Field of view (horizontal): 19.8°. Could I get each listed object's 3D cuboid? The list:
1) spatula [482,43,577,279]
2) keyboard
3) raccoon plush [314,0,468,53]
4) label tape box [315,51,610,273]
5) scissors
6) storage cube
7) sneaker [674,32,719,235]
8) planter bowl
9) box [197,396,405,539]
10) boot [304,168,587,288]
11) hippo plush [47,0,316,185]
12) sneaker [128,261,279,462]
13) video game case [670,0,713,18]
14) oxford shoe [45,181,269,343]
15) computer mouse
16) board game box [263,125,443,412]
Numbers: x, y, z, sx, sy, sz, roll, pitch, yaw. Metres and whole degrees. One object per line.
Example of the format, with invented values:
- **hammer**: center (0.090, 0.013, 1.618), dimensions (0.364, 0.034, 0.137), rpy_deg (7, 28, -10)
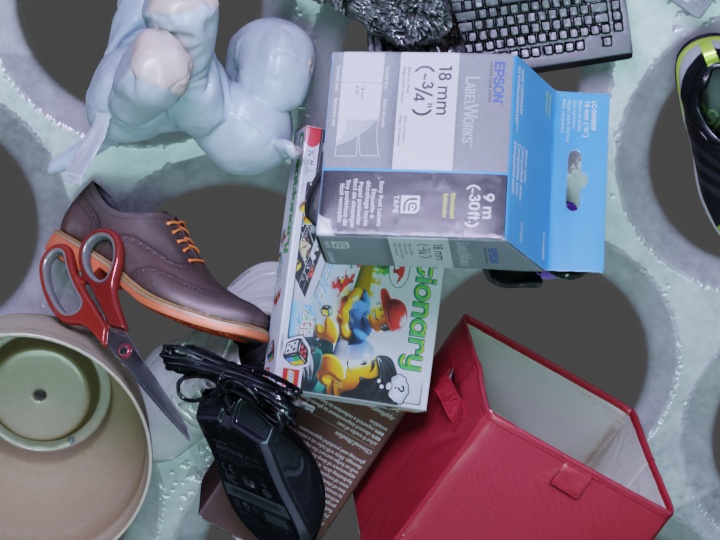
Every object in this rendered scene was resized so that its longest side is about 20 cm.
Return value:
- **spatula**: center (0.127, -0.084, 1.606), dimensions (0.056, 0.021, 0.201), rpy_deg (-20, 104, 6)
- **keyboard**: center (0.107, -0.159, 1.565), dimensions (0.198, 0.021, 0.128), rpy_deg (-8, 97, 5)
- **raccoon plush**: center (0.001, -0.182, 1.518), dimensions (0.133, 0.097, 0.202), rpy_deg (-16, 93, 10)
- **label tape box**: center (0.074, -0.078, 1.455), dimensions (0.198, 0.063, 0.145), rpy_deg (2, 69, 8)
- **scissors**: center (-0.184, 0.056, 1.528), dimensions (0.073, 0.014, 0.201), rpy_deg (-29, 64, 10)
- **storage cube**: center (0.113, 0.178, 1.621), dimensions (0.199, 0.171, 0.180), rpy_deg (30, 109, -17)
- **sneaker**: center (0.287, -0.085, 1.580), dimensions (0.071, 0.083, 0.201), rpy_deg (-23, 109, 8)
- **planter bowl**: center (-0.258, 0.117, 1.616), dimensions (0.198, 0.135, 0.202), rpy_deg (-1, 110, -2)
- **box**: center (-0.039, 0.130, 1.660), dimensions (0.100, 0.075, 0.201), rpy_deg (30, 105, -12)
- **boot**: center (0.070, -0.038, 1.508), dimensions (0.198, 0.132, 0.070), rpy_deg (-11, 131, -19)
- **hippo plush**: center (-0.109, -0.130, 1.513), dimensions (0.160, 0.159, 0.201), rpy_deg (21, 90, -21)
- **sneaker**: center (-0.118, 0.081, 1.624), dimensions (0.075, 0.100, 0.200), rpy_deg (35, 107, -19)
- **video game case**: center (0.225, -0.315, 1.525), dimensions (0.199, 0.023, 0.183), rpy_deg (32, 107, -11)
- **oxford shoe**: center (-0.147, -0.005, 1.574), dimensions (0.199, 0.071, 0.073), rpy_deg (26, 88, 19)
- **computer mouse**: center (-0.069, 0.134, 1.568), dimensions (0.138, 0.053, 0.201), rpy_deg (20, 141, 36)
- **board game box**: center (0.000, 0.000, 1.573), dimensions (0.125, 0.035, 0.202), rpy_deg (9, 83, -19)
